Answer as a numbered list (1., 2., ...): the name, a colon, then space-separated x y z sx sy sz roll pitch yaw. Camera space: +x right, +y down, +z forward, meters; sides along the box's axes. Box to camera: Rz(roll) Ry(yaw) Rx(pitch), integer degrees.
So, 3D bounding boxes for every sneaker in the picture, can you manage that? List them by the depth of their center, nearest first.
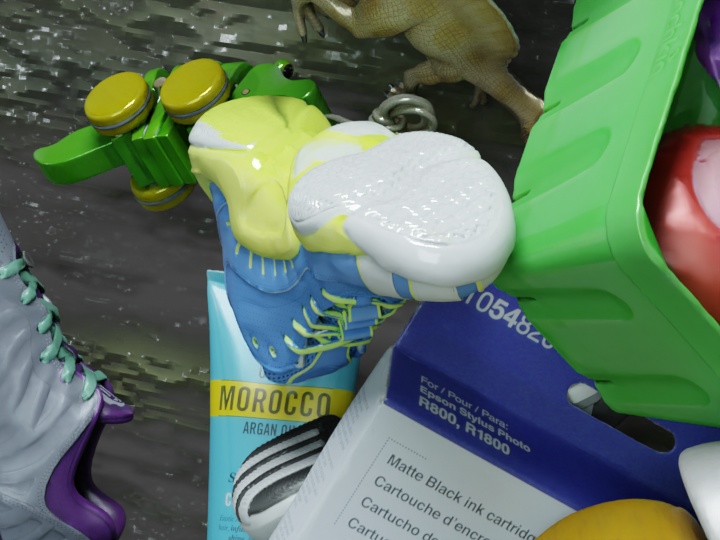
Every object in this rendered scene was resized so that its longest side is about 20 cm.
1. sneaker: 0.000 0.000 0.797 0.075 0.200 0.106 -16 113 -21
2. sneaker: 0.054 0.096 0.882 0.198 0.075 0.116 -22 110 3
3. sneaker: -0.147 0.035 0.946 0.087 0.074 0.202 -6 98 4

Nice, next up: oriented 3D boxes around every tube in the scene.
1. tube: -0.038 0.102 0.918 0.077 0.050 0.202 3 86 10

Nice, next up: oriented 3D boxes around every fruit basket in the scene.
1. fruit basket: 0.170 -0.045 0.754 0.215 0.216 0.156 -36 122 15

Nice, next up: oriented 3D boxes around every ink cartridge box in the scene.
1. ink cartridge box: 0.067 0.125 0.831 0.198 0.041 0.201 28 104 -13

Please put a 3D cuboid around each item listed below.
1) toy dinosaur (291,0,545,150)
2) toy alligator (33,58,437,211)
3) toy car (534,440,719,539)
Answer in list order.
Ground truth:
1. toy dinosaur: 0.020 -0.112 0.849 0.058 0.200 0.101 -55 30 -14
2. toy alligator: -0.051 -0.070 0.909 0.198 0.060 0.055 -6 45 26
3. toy car: 0.103 0.169 0.721 0.174 0.200 0.151 -28 108 12
